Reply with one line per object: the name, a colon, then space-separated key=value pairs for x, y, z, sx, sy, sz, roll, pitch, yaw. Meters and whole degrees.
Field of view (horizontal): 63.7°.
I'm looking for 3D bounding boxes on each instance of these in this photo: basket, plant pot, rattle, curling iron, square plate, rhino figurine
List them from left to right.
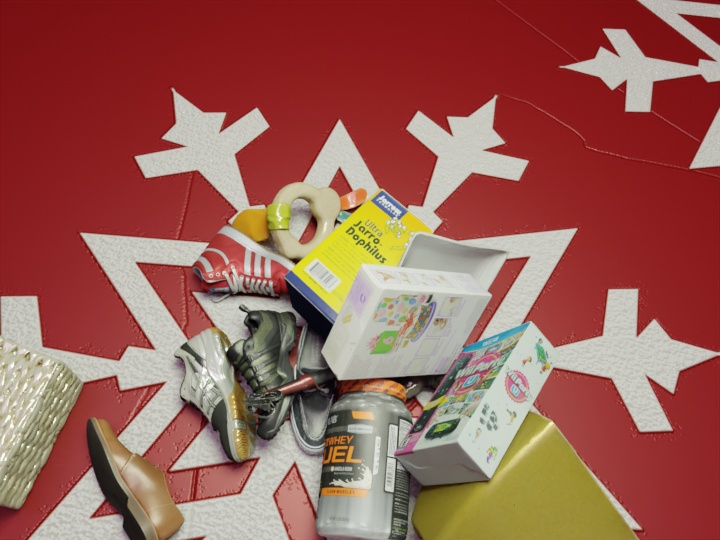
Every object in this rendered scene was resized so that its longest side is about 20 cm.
basket: x=-0.477 y=0.202 z=0.766 sx=0.122 sy=0.136 sz=0.202 roll=18 pitch=63 yaw=0
rattle: x=-0.098 y=-0.089 z=1.006 sx=0.199 sy=0.142 sz=0.131 roll=-36 pitch=96 yaw=-41
curling iron: x=-0.066 y=0.159 z=0.802 sx=0.198 sy=0.026 sz=0.049 roll=-15 pitch=22 yaw=-30
square plate: x=0.101 y=0.038 z=0.839 sx=0.198 sy=0.200 sz=0.028 roll=8 pitch=29 yaw=-39
rhino figurine: x=0.133 y=0.170 z=0.878 sx=0.197 sy=0.060 sz=0.088 roll=3 pitch=59 yaw=-1
plant pot: x=0.178 y=0.309 z=0.725 sx=0.199 sy=0.195 sz=0.195 roll=-37 pitch=91 yaw=-9

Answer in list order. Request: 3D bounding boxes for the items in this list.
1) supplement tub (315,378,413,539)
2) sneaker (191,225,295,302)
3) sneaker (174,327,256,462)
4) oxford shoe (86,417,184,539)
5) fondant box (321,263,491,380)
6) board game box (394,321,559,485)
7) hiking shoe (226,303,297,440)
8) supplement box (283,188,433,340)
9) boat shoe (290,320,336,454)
supplement tub: x=0.009 y=0.256 z=0.787 sx=0.121 sy=0.123 sz=0.202 roll=7 pitch=63 yaw=-2
sneaker: x=-0.175 y=0.017 z=0.920 sx=0.199 sy=0.072 sz=0.113 roll=29 pitch=60 yaw=18
sneaker: x=-0.213 y=0.187 z=0.841 sx=0.087 sy=0.076 sz=0.202 roll=-23 pitch=63 yaw=0
oxford shoe: x=-0.310 y=0.280 z=0.789 sx=0.071 sy=0.072 sz=0.200 roll=-21 pitch=63 yaw=-46
fondant box: x=0.064 y=0.071 z=0.777 sx=0.198 sy=0.145 sz=0.058 roll=4 pitch=32 yaw=-38
board game box: x=0.147 y=0.170 z=0.739 sx=0.064 sy=0.147 sz=0.200 roll=47 pitch=56 yaw=-4
hiking shoe: x=-0.150 y=0.146 z=0.846 sx=0.100 sy=0.076 sz=0.202 roll=13 pitch=51 yaw=-19
supplement box: x=0.000 y=0.000 z=0.849 sx=0.109 sy=0.109 sz=0.200 roll=40 pitch=71 yaw=18
boat shoe: x=-0.066 y=0.163 z=0.858 sx=0.071 sy=0.068 sz=0.202 roll=4 pitch=63 yaw=-3
